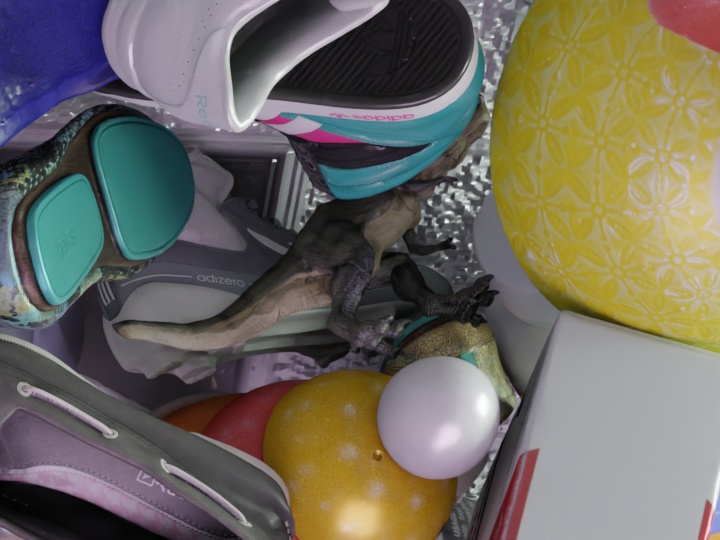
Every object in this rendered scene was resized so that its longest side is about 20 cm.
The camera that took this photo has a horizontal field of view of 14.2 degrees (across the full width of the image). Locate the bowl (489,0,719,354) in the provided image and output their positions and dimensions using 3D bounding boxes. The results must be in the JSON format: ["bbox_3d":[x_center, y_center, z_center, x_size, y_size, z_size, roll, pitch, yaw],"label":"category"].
[{"bbox_3d":[0.163,-0.049,1.165,0.200,0.108,0.200,-8,109,-23],"label":"bowl"}]

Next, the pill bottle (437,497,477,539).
[{"bbox_3d":[0.044,0.169,1.440,0.200,0.114,0.114,17,131,-25],"label":"pill bottle"}]

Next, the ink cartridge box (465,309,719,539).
[{"bbox_3d":[0.087,0.130,1.220,0.084,0.144,0.200,16,151,1],"label":"ink cartridge box"}]

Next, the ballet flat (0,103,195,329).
[{"bbox_3d":[-0.124,-0.022,1.129,0.074,0.200,0.074,2,100,14],"label":"ballet flat"}]

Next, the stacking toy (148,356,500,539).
[{"bbox_3d":[-0.010,0.090,1.210,0.146,0.146,0.200,17,148,-25],"label":"stacking toy"}]

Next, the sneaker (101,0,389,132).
[{"bbox_3d":[-0.007,-0.136,1.078,0.075,0.088,0.200,34,91,-45],"label":"sneaker"}]

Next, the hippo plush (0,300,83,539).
[{"bbox_3d":[-0.216,0.051,1.239,0.161,0.159,0.200,-2,157,9],"label":"hippo plush"}]

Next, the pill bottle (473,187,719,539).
[{"bbox_3d":[0.123,0.036,1.311,0.112,0.112,0.200,-21,136,13],"label":"pill bottle"}]

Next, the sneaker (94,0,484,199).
[{"bbox_3d":[-0.039,-0.085,1.184,0.200,0.084,0.121,11,166,16],"label":"sneaker"}]

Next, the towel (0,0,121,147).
[{"bbox_3d":[-0.166,-0.134,1.060,0.148,0.050,0.200,-34,122,-26],"label":"towel"}]

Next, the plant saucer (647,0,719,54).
[{"bbox_3d":[0.226,-0.152,1.093,0.200,0.037,0.200,21,88,-28],"label":"plant saucer"}]

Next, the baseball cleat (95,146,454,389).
[{"bbox_3d":[-0.038,-0.007,1.273,0.070,0.107,0.200,-30,164,36],"label":"baseball cleat"}]

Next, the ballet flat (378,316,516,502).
[{"bbox_3d":[0.028,0.079,1.324,0.071,0.071,0.200,1,160,-10],"label":"ballet flat"}]

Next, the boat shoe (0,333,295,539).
[{"bbox_3d":[-0.119,0.076,1.132,0.200,0.057,0.067,21,113,-10],"label":"boat shoe"}]

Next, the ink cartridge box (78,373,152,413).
[{"bbox_3d":[-0.110,0.150,1.322,0.047,0.160,0.200,1,161,26],"label":"ink cartridge box"}]

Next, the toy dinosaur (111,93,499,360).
[{"bbox_3d":[0.000,0.000,1.208,0.200,0.088,0.047,-36,146,-31],"label":"toy dinosaur"}]
